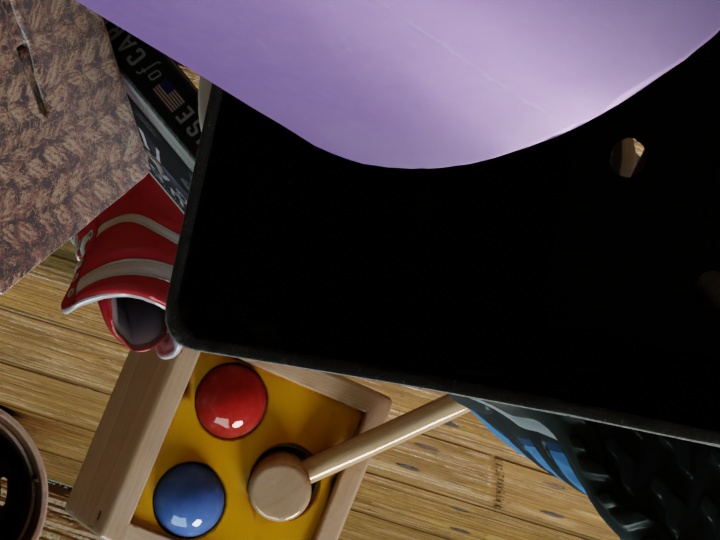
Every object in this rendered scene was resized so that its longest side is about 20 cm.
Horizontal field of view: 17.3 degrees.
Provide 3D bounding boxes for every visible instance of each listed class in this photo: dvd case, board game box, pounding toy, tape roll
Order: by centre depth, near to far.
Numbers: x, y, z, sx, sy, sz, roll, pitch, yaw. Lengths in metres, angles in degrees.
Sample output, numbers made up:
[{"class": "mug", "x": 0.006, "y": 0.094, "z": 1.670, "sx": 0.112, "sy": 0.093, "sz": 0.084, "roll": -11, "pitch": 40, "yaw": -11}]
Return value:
[{"class": "tape roll", "x": 0.013, "y": -0.127, "z": 0.466, "sx": 0.199, "sy": 0.201, "sz": 0.085, "roll": 2, "pitch": 159, "yaw": 47}, {"class": "board game box", "x": -0.206, "y": -0.093, "z": 0.939, "sx": 0.199, "sy": 0.097, "sz": 0.160, "roll": 9, "pitch": 127, "yaw": 35}, {"class": "dvd case", "x": -0.083, "y": -0.060, "z": 1.030, "sx": 0.150, "sy": 0.025, "sz": 0.200, "roll": 50, "pitch": 172, "yaw": 4}, {"class": "pounding toy", "x": -0.059, "y": 0.122, "z": 1.588, "sx": 0.199, "sy": 0.185, "sz": 0.142, "roll": 24, "pitch": 176, "yaw": -20}]

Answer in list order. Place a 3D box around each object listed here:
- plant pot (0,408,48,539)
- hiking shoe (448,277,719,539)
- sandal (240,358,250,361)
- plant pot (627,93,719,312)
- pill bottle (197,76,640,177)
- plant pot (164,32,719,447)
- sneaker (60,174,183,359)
[{"class": "plant pot", "x": -0.430, "y": 0.229, "z": 2.463, "sx": 0.199, "sy": 0.201, "sz": 0.198, "roll": 20, "pitch": 175, "yaw": -9}, {"class": "hiking shoe", "x": 0.100, "y": 0.054, "z": 0.857, "sx": 0.200, "sy": 0.075, "sz": 0.087, "roll": 38, "pitch": -179, "yaw": 32}, {"class": "sandal", "x": 0.000, "y": 0.000, "z": 1.008, "sx": 0.054, "sy": 0.080, "sz": 0.200, "roll": 41, "pitch": -154, "yaw": 3}, {"class": "plant pot", "x": 0.197, "y": 0.005, "z": 0.849, "sx": 0.199, "sy": 0.187, "sz": 0.187, "roll": 30, "pitch": 170, "yaw": 17}, {"class": "pill bottle", "x": 0.039, "y": -0.046, "z": 0.934, "sx": 0.110, "sy": 0.111, "sz": 0.200, "roll": 4, "pitch": 161, "yaw": 45}, {"class": "plant pot", "x": 0.086, "y": -0.049, "z": 0.734, "sx": 0.199, "sy": 0.201, "sz": 0.177, "roll": 9, "pitch": 175, "yaw": 33}, {"class": "sneaker", "x": -0.133, "y": -0.010, "z": 1.287, "sx": 0.071, "sy": 0.113, "sz": 0.200, "roll": 25, "pitch": 165, "yaw": -25}]
